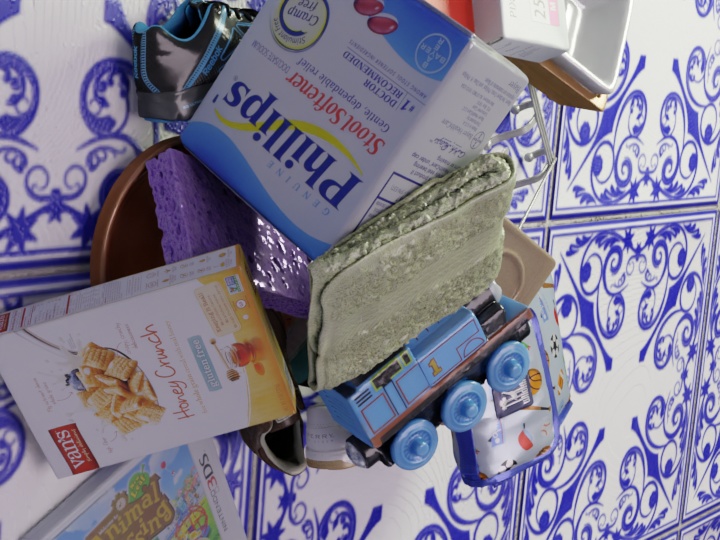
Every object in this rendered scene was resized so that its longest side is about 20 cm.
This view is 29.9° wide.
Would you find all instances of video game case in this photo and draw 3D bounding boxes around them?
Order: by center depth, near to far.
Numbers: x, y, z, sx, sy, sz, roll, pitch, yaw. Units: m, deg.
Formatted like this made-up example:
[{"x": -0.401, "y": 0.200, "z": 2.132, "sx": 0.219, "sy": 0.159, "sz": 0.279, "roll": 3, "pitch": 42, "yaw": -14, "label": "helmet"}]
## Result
[{"x": -0.185, "y": 0.238, "z": 1.159, "sx": 0.200, "sy": 0.022, "sz": 0.183, "roll": -42, "pitch": 129, "yaw": -38, "label": "video game case"}]

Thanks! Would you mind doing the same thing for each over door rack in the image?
[{"x": 0.156, "y": -0.123, "z": 1.452, "sx": 0.200, "sy": 0.066, "sz": 0.148, "roll": -70, "pitch": 147, "yaw": -46, "label": "over door rack"}]

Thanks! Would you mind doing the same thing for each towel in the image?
[{"x": 0.038, "y": 0.003, "z": 1.024, "sx": 0.200, "sy": 0.036, "sz": 0.149, "roll": -32, "pitch": 147, "yaw": -26, "label": "towel"}]

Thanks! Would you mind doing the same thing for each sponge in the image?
[{"x": -0.089, "y": -0.024, "z": 1.110, "sx": 0.200, "sy": 0.030, "sz": 0.112, "roll": 18, "pitch": 50, "yaw": -53, "label": "sponge"}]

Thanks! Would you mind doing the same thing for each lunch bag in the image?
[{"x": 0.137, "y": 0.102, "z": 1.352, "sx": 0.200, "sy": 0.123, "sz": 0.171, "roll": -38, "pitch": 119, "yaw": -59, "label": "lunch bag"}]

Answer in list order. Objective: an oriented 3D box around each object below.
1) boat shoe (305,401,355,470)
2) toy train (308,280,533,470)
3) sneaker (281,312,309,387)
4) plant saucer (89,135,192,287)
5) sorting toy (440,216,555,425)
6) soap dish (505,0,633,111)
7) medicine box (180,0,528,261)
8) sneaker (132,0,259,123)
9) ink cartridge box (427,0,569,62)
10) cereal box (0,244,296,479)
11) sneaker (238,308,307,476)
[{"x": 0.014, "y": 0.116, "z": 1.228, "sx": 0.200, "sy": 0.071, "sz": 0.070, "roll": -28, "pitch": 112, "yaw": -60, "label": "boat shoe"}, {"x": 0.058, "y": 0.079, "z": 1.130, "sx": 0.200, "sy": 0.087, "sz": 0.115, "roll": -38, "pitch": 124, "yaw": -16, "label": "toy train"}, {"x": -0.006, "y": 0.027, "z": 1.223, "sx": 0.080, "sy": 0.071, "sz": 0.200, "roll": 35, "pitch": 110, "yaw": -27, "label": "sneaker"}, {"x": -0.150, "y": -0.014, "z": 1.130, "sx": 0.200, "sy": 0.032, "sz": 0.201, "roll": -16, "pitch": 111, "yaw": -49, "label": "plant saucer"}, {"x": 0.068, "y": 0.024, "z": 1.190, "sx": 0.200, "sy": 0.036, "sz": 0.185, "roll": 36, "pitch": 88, "yaw": -42, "label": "sorting toy"}, {"x": 0.189, "y": -0.274, "z": 1.401, "sx": 0.200, "sy": 0.081, "sz": 0.158, "roll": 30, "pitch": 63, "yaw": -30, "label": "soap dish"}, {"x": -0.008, "y": -0.124, "z": 1.040, "sx": 0.200, "sy": 0.182, "sz": 0.103, "roll": -55, "pitch": 149, "yaw": 10, "label": "medicine box"}, {"x": -0.105, "y": -0.190, "z": 1.106, "sx": 0.200, "sy": 0.073, "sz": 0.082, "roll": -36, "pitch": 127, "yaw": -42, "label": "sneaker"}, {"x": 0.115, "y": -0.307, "z": 1.268, "sx": 0.173, "sy": 0.043, "sz": 0.201, "roll": 2, "pitch": 79, "yaw": -40, "label": "ink cartridge box"}, {"x": -0.163, "y": 0.073, "z": 1.023, "sx": 0.040, "sy": 0.199, "sz": 0.144, "roll": -102, "pitch": 174, "yaw": -57, "label": "cereal box"}, {"x": -0.076, "y": 0.094, "z": 1.159, "sx": 0.070, "sy": 0.076, "sz": 0.201, "roll": -31, "pitch": 136, "yaw": -20, "label": "sneaker"}]
